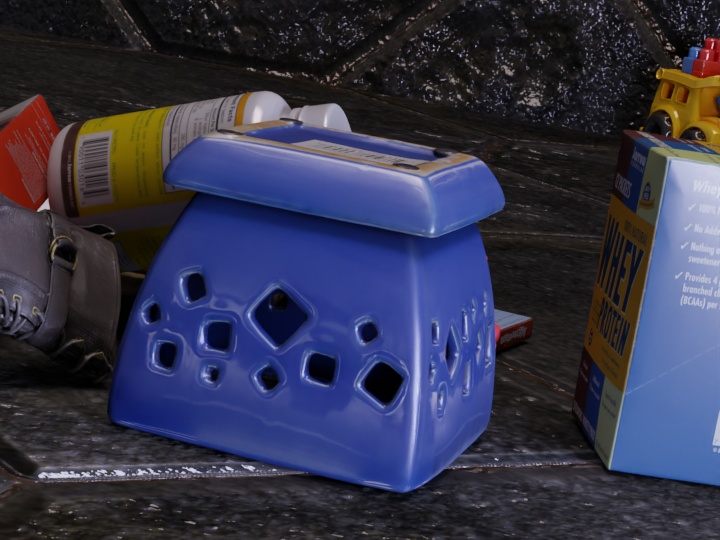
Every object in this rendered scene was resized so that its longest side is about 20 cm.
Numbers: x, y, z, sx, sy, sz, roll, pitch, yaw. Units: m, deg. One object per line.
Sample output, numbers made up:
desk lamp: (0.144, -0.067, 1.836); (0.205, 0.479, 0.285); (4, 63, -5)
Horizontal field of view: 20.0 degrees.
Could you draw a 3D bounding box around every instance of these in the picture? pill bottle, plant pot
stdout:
pill bottle: (-0.106, -0.062, 1.406); (0.199, 0.110, 0.109); (-8, 6, 14)
plant pot: (-0.020, 0.010, 1.243); (0.199, 0.181, 0.200); (12, 10, 16)

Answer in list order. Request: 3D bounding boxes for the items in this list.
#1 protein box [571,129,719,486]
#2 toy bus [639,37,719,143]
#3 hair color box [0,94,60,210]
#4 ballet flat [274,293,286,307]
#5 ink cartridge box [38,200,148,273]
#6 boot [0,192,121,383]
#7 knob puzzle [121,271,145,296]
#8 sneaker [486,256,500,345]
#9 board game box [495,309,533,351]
protein box: (0.259, 0.029, 1.325); (0.197, 0.201, 0.135); (8, 10, -6)
toy bus: (0.527, -0.248, 3.059); (0.135, 0.193, 0.200); (5, 13, -29)
hair color box: (-0.278, -0.043, 1.375); (0.110, 0.064, 0.200); (-21, 18, 18)
ballet flat: (0.000, 0.000, 1.375); (0.068, 0.200, 0.075); (51, 28, 5)
ink cartridge box: (-0.169, -0.037, 1.552); (0.161, 0.050, 0.200); (10, 7, 7)
boot: (-0.214, 0.022, 1.233); (0.069, 0.201, 0.174); (-23, -44, 36)
knob puzzle: (-0.244, 0.000, 1.505); (0.218, 0.031, 0.220); (9, 10, -2)
sneaker: (0.060, 0.009, 1.426); (0.077, 0.085, 0.200); (8, 33, -22)
board game box: (0.049, 0.046, 1.549); (0.103, 0.020, 0.200); (15, 12, 23)
